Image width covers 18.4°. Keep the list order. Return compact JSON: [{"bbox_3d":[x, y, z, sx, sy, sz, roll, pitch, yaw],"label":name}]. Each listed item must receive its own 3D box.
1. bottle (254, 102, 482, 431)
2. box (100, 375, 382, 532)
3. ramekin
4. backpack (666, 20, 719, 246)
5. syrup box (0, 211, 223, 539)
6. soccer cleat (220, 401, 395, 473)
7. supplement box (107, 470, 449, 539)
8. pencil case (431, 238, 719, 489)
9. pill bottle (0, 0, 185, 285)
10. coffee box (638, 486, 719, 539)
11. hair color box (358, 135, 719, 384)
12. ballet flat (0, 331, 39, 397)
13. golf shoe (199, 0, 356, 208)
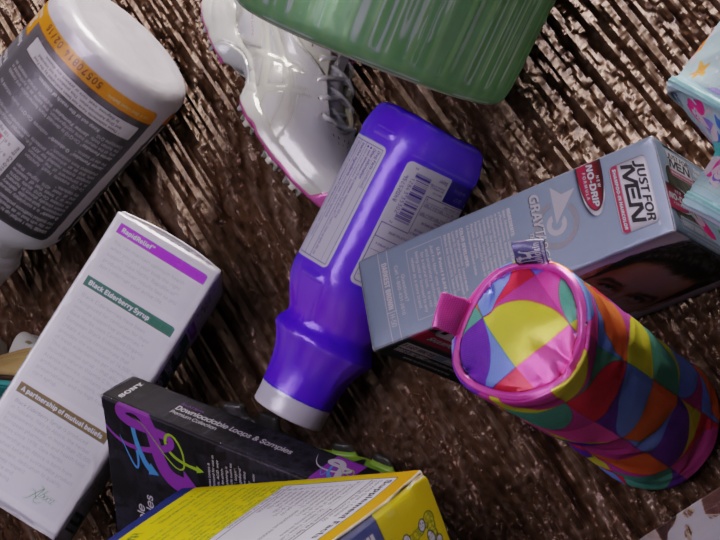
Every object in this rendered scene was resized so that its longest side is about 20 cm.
[{"bbox_3d":[0.000,0.000,1.363,0.065,0.083,0.201,30,96,39],"label":"bottle"},{"bbox_3d":[-0.070,0.157,1.339,0.199,0.036,0.143,18,124,34],"label":"box"},{"bbox_3d":[0.021,-0.175,1.332,0.200,0.200,0.098,30,103,37],"label":"ramekin"},{"bbox_3d":[0.252,-0.053,1.140,0.151,0.177,0.200,-50,50,7],"label":"backpack"},{"bbox_3d":[-0.170,0.069,1.424,0.081,0.079,0.200,32,80,2],"label":"syrup box"},{"bbox_3d":[-0.029,0.148,1.367,0.200,0.065,0.084,22,120,34],"label":"soccer cleat"},{"bbox_3d":[-0.049,0.187,1.233,0.200,0.109,0.110,-9,107,44],"label":"supplement box"},{"bbox_3d":[0.121,0.056,1.186,0.088,0.200,0.089,-13,63,27],"label":"pencil case"},{"bbox_3d":[-0.222,-0.088,1.528,0.200,0.116,0.117,-45,56,16],"label":"pill bottle"},{"bbox_3d":[0.180,0.183,1.162,0.200,0.113,0.080,-37,58,21],"label":"coffee box"},{"bbox_3d":[0.110,-0.002,1.273,0.200,0.099,0.061,-24,64,29],"label":"hair color box"},{"bbox_3d":[-0.247,0.071,1.534,0.199,0.069,0.063,-7,58,33],"label":"ballet flat"},{"bbox_3d":[-0.035,-0.125,1.432,0.091,0.075,0.200,-37,59,18],"label":"golf shoe"}]
